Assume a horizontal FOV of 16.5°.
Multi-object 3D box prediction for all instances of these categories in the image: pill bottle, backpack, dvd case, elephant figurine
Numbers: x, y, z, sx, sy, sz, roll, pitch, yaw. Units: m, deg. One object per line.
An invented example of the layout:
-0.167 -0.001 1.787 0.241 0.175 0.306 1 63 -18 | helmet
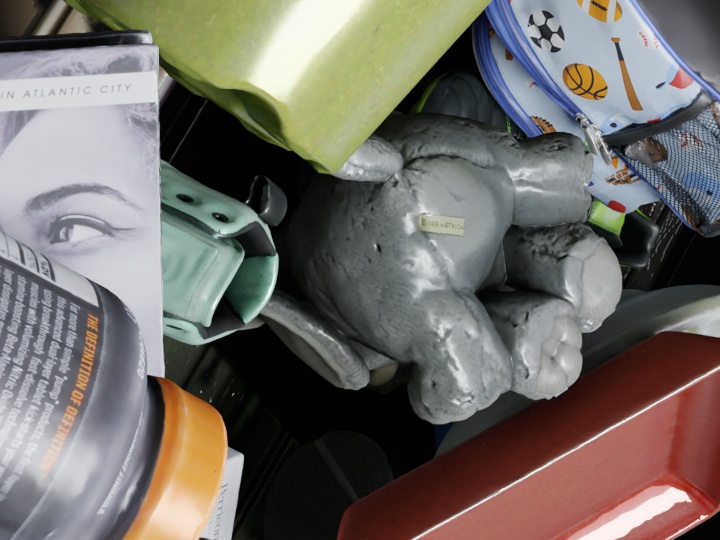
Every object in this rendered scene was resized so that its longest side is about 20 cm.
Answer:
-0.138 0.031 0.753 0.200 0.106 0.106 30 81 -26 | pill bottle
0.139 -0.130 1.130 0.191 0.154 0.200 46 42 -32 | backpack
-0.139 0.016 0.817 0.016 0.149 0.200 -107 -164 -56 | dvd case
0.000 0.000 1.055 0.141 0.200 0.155 -21 102 -34 | elephant figurine

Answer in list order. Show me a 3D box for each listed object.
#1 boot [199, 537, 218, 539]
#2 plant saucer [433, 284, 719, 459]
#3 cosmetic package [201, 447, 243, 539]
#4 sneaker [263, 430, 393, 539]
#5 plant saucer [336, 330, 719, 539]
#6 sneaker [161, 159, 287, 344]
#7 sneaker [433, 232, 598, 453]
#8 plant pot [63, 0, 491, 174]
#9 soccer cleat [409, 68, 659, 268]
-0.145 0.141 0.847 0.200 0.155 0.072 -40 130 -29 | boot
0.102 0.060 1.140 0.200 0.050 0.200 -27 156 -13 | plant saucer
-0.123 0.175 1.019 0.151 0.052 0.200 -22 127 -55 | cosmetic package
-0.033 0.176 1.152 0.200 0.070 0.080 -59 153 -18 | sneaker
0.073 0.106 1.087 0.200 0.037 0.200 -28 156 -9 | plant saucer
-0.103 -0.027 0.850 0.200 0.118 0.074 18 95 -60 | sneaker
0.053 0.034 1.209 0.200 0.078 0.066 110 -10 -55 | sneaker
-0.012 -0.143 0.881 0.184 0.200 0.200 -55 150 -1 | plant pot
0.085 -0.046 1.192 0.200 0.081 0.068 27 85 -61 | soccer cleat
